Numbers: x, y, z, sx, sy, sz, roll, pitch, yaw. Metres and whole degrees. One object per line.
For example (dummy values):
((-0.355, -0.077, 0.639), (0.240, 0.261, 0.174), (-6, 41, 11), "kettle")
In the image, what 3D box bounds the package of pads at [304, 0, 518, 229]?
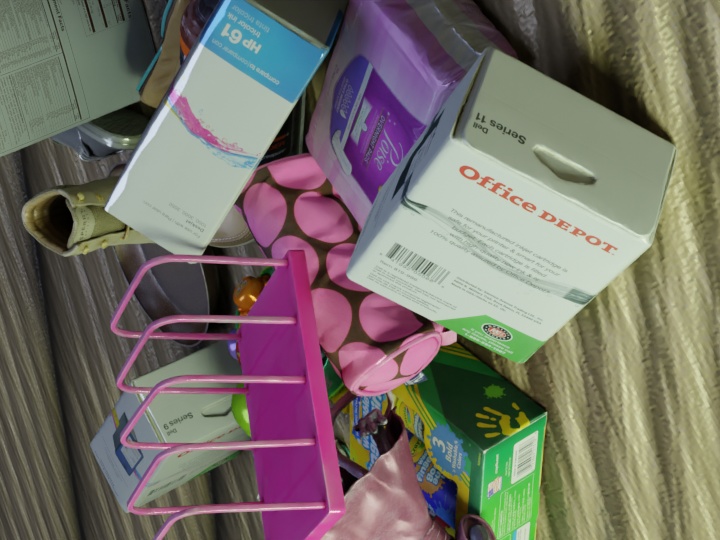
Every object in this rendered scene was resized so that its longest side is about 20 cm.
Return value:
((0.033, -0.122, 1.199), (0.121, 0.075, 0.201), (56, 149, 23), "package of pads")

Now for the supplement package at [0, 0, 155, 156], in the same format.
((-0.331, -0.215, 1.591), (0.190, 0.199, 0.149), (18, 128, 53), "supplement package")

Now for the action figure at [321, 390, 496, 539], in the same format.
((0.031, 0.211, 1.280), (0.200, 0.133, 0.149), (50, -172, -26), "action figure")

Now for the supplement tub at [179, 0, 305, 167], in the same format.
((-0.095, -0.158, 1.348), (0.107, 0.106, 0.201), (42, 144, 33), "supplement tub")

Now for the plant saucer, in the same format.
((-0.199, -0.021, 1.695), (0.200, 0.032, 0.202), (37, 141, 38), "plant saucer")

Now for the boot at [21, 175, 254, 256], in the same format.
((-0.196, -0.051, 1.517), (0.198, 0.155, 0.074), (11, 106, 39), "boot")

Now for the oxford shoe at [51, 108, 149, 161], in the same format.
((-0.261, -0.135, 1.660), (0.199, 0.074, 0.058), (24, 110, 58), "oxford shoe")

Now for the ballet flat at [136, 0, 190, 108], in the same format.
((-0.145, -0.200, 1.460), (0.063, 0.069, 0.200), (33, 150, -2), "ballet flat")

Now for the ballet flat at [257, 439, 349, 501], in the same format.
((-0.067, 0.214, 1.627), (0.072, 0.071, 0.200), (58, 151, 11), "ballet flat")

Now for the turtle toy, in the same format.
((-0.064, 0.074, 1.477), (0.146, 0.100, 0.201), (47, 146, 29), "turtle toy")

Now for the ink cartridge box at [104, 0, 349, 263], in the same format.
((-0.096, -0.126, 1.210), (0.084, 0.145, 0.201), (29, 117, -8), "ink cartridge box")

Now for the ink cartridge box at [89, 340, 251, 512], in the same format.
((-0.174, 0.152, 1.668), (0.088, 0.144, 0.200), (60, 151, 10), "ink cartridge box")

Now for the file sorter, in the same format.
((-0.104, 0.105, 1.199), (0.139, 0.124, 0.202), (127, 139, -55), "file sorter")

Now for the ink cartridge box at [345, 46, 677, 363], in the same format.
((0.096, -0.037, 1.092), (0.145, 0.084, 0.200), (27, 149, -8), "ink cartridge box")

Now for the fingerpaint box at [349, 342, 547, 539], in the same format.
((0.066, 0.162, 1.363), (0.167, 0.073, 0.202), (38, 141, 38), "fingerpaint box")

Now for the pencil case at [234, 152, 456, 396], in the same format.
((-0.014, -0.002, 1.271), (0.201, 0.093, 0.091), (57, 174, 20), "pencil case")
